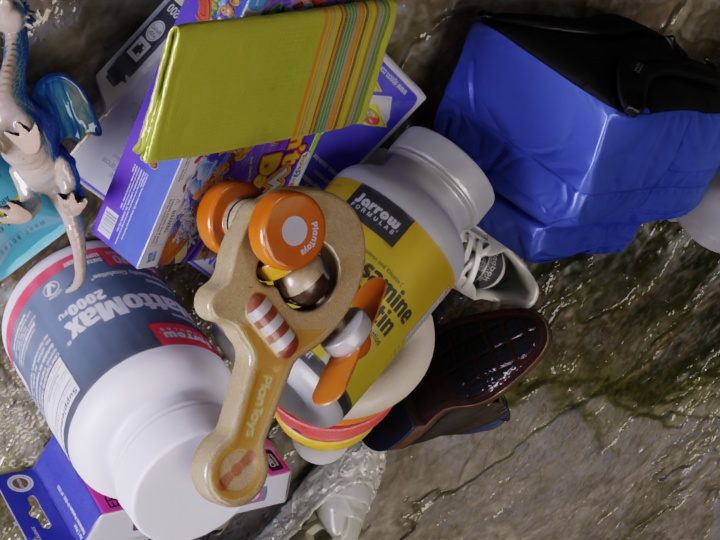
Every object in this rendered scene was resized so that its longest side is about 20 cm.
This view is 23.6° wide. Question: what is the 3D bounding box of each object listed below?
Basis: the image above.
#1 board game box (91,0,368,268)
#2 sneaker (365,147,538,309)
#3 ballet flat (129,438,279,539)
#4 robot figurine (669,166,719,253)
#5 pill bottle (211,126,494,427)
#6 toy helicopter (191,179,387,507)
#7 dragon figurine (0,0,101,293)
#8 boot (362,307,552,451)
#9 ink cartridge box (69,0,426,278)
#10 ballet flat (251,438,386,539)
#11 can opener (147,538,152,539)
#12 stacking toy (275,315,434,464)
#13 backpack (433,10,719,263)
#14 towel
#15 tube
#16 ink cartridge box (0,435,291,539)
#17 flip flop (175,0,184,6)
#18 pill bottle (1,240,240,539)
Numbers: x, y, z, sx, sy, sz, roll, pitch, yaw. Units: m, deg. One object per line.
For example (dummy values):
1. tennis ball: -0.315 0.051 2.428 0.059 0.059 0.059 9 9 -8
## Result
1. board game box: -0.074 -0.102 1.072 0.134 0.045 0.201 -10 131 -55
2. sneaker: 0.059 -0.028 1.294 0.199 0.081 0.077 22 110 -43
3. ballet flat: -0.140 0.177 1.321 0.199 0.067 0.068 -11 127 -30
4. robot figurine: 0.320 -0.078 1.361 0.169 0.200 0.114 23 71 -18
5. pill bottle: 0.000 0.000 1.175 0.200 0.112 0.112 -50 139 -17
6. toy helicopter: -0.048 0.048 1.054 0.132 0.079 0.201 21 85 -36
7. dragon figurine: -0.195 -0.082 1.047 0.059 0.100 0.200 -14 134 15
8. boot: 0.094 0.085 1.389 0.200 0.075 0.097 -32 158 35
9. ink cartridge box: -0.080 -0.104 1.159 0.200 0.043 0.198 -47 136 3
10. ballet flat: -0.039 0.221 1.431 0.200 0.072 0.072 -46 137 3
11. can opener: -0.194 0.252 1.302 0.199 0.054 0.067 -25 158 21
12. stacking toy: -0.023 0.092 1.314 0.145 0.146 0.201 -23 149 -19
13. backpack: 0.167 -0.101 1.262 0.199 0.162 0.168 -12 135 -44
14. towel: -0.052 -0.116 1.024 0.199 0.018 0.087 -17 131 -50
15. tube: -0.249 -0.066 1.071 0.077 0.050 0.200 -34 141 -5
16. ink cartridge box: -0.159 0.150 1.265 0.199 0.095 0.037 -11 129 -29
17. flip flop: -0.059 -0.245 1.029 0.081 0.058 0.201 25 99 -19
18. pill bottle: -0.149 0.080 1.141 0.119 0.200 0.120 -20 133 -23
